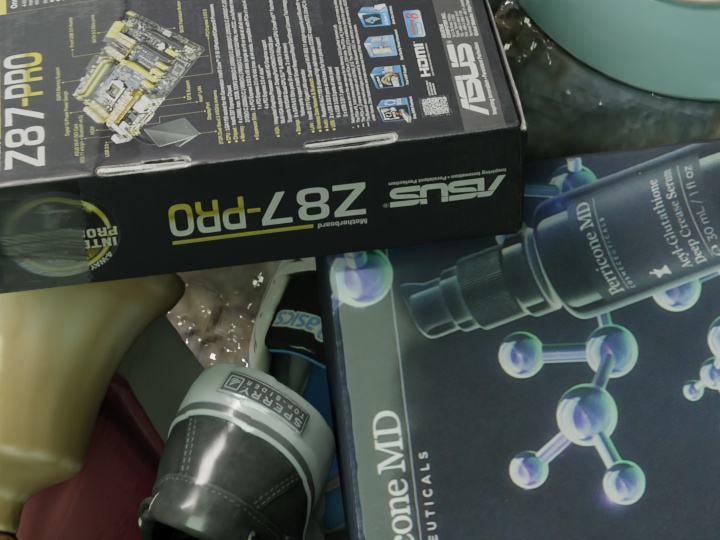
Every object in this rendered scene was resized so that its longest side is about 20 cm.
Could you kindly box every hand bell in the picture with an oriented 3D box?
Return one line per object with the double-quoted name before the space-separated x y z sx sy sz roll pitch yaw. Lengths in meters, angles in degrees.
"hand bell" -0.121 0.094 0.687 0.104 0.104 0.201 4 78 19

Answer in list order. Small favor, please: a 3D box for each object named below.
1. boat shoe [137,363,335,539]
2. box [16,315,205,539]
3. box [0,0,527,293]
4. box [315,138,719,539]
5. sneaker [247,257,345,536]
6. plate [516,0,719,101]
"boat shoe" -0.048 0.098 0.739 0.068 0.200 0.057 24 63 10
"box" -0.149 0.103 0.783 0.127 0.109 0.201 14 69 20
"box" -0.042 -0.084 0.692 0.161 0.049 0.200 -6 44 -6
"box" 0.090 0.040 0.711 0.199 0.107 0.149 -7 84 -2
"sneaker" 0.000 0.000 0.795 0.072 0.072 0.201 12 89 21
"plate" 0.132 -0.162 0.785 0.199 0.026 0.201 -1 87 19
